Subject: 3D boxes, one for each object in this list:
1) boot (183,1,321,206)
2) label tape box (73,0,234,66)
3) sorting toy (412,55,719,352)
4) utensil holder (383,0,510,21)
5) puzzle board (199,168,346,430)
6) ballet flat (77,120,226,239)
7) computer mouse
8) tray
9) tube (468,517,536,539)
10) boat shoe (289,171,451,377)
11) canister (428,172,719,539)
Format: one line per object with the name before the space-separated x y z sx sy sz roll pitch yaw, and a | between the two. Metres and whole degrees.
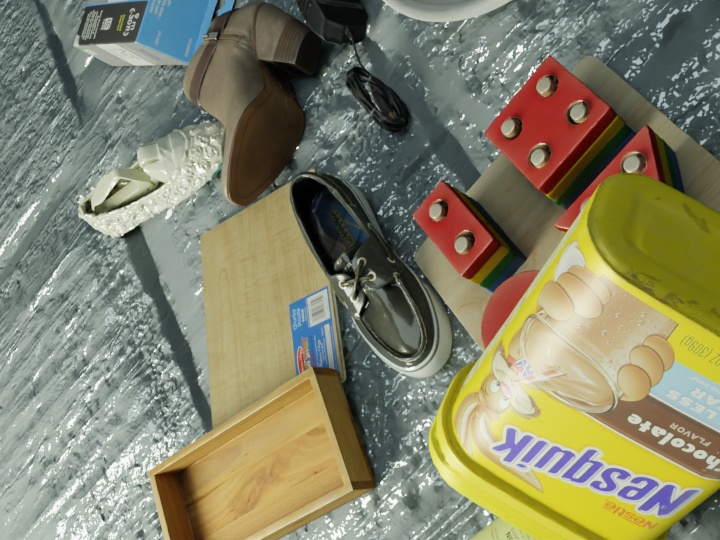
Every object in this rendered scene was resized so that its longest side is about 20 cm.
boot | -0.119 -0.164 0.916 0.145 0.070 0.202 15 75 41
label tape box | -0.224 -0.307 1.066 0.198 0.063 0.146 10 81 43
sorting toy | 0.136 -0.025 0.639 0.200 0.069 0.199 -49 49 16
utensil holder | 0.062 -0.330 0.758 0.169 0.169 0.202 -34 52 27
puzzle board | -0.080 0.029 0.846 0.150 0.017 0.202 -26 59 30
ballet flat | -0.217 -0.093 0.978 0.199 0.071 0.073 -31 56 28
computer mouse | -0.010 -0.193 0.849 0.034 0.058 0.202 -54 48 42
tray | -0.085 0.168 0.774 0.199 0.037 0.100 -34 64 28
tube | 0.072 0.211 0.622 0.200 0.052 0.058 -46 9 24
boat shoe | 0.000 0.000 0.751 0.069 0.056 0.201 -45 56 18
canister | 0.136 0.061 0.501 0.087 0.147 0.201 -57 -5 -42
